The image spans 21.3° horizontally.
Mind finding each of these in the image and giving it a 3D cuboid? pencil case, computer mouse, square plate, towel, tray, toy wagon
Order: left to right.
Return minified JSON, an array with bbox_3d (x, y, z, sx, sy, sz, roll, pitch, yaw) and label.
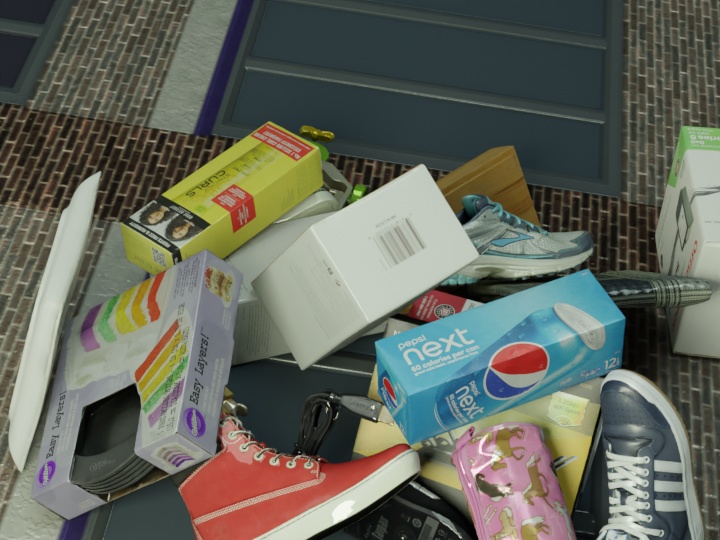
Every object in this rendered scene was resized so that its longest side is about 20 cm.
[{"bbox_3d":[-0.272,0.041,1.679,0.028,0.200,0.198,15,37,-8],"label":"square plate"},{"bbox_3d":[-0.073,-0.083,2.003,0.155,0.040,0.200,15,38,9],"label":"toy wagon"},{"bbox_3d":[0.028,0.178,1.616,0.200,0.141,0.046,25,28,21],"label":"computer mouse"},{"bbox_3d":[0.099,-0.043,1.931,0.037,0.099,0.200,-4,21,48],"label":"tray"},{"bbox_3d":[0.134,0.223,1.558,0.083,0.087,0.201,-20,67,14],"label":"pencil case"},{"bbox_3d":[0.217,0.024,1.850,0.192,0.035,0.200,-4,4,-10],"label":"towel"}]

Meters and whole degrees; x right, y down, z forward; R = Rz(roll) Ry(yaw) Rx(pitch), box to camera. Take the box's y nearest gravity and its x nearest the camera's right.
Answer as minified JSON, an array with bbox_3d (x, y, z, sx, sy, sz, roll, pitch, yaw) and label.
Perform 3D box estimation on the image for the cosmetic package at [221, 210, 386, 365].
[{"bbox_3d":[-0.077,0.016,1.839,0.199,0.085,0.108,-10,41,-22],"label":"cosmetic package"}]

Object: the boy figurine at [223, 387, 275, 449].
[{"bbox_3d":[-0.165,0.135,1.691,0.124,0.065,0.200,-28,50,-37],"label":"boy figurine"}]

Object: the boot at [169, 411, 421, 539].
[{"bbox_3d":[-0.061,0.155,1.573,0.200,0.072,0.145,-27,76,8],"label":"boot"}]

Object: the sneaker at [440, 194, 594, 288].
[{"bbox_3d":[0.135,-0.032,1.851,0.199,0.087,0.078,-6,4,-20],"label":"sneaker"}]

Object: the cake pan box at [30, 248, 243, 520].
[{"bbox_3d":[-0.190,0.101,1.621,0.052,0.184,0.200,36,44,-33],"label":"cake pan box"}]

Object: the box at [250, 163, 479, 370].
[{"bbox_3d":[0.000,0.000,1.694,0.124,0.200,0.098,-30,86,-24],"label":"box"}]

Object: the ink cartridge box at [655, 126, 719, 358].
[{"bbox_3d":[0.358,-0.029,1.921,0.084,0.146,0.200,6,38,-2],"label":"ink cartridge box"}]

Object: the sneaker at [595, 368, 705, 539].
[{"bbox_3d":[0.225,0.189,1.596,0.070,0.200,0.108,7,37,44],"label":"sneaker"}]

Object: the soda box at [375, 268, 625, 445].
[{"bbox_3d":[0.116,0.070,1.577,0.199,0.064,0.068,-19,46,-15],"label":"soda box"}]

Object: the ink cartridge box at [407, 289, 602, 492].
[{"bbox_3d":[0.127,0.109,1.758,0.199,0.083,0.147,15,38,10],"label":"ink cartridge box"}]

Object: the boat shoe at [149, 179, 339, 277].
[{"bbox_3d":[-0.123,-0.042,1.888,0.201,0.072,0.060,-24,63,-12],"label":"boat shoe"}]

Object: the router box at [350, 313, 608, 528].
[{"bbox_3d":[0.101,0.139,1.656,0.199,0.158,0.052,15,5,10],"label":"router box"}]

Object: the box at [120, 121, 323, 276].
[{"bbox_3d":[-0.129,-0.063,1.813,0.075,0.050,0.200,30,51,33],"label":"box"}]
